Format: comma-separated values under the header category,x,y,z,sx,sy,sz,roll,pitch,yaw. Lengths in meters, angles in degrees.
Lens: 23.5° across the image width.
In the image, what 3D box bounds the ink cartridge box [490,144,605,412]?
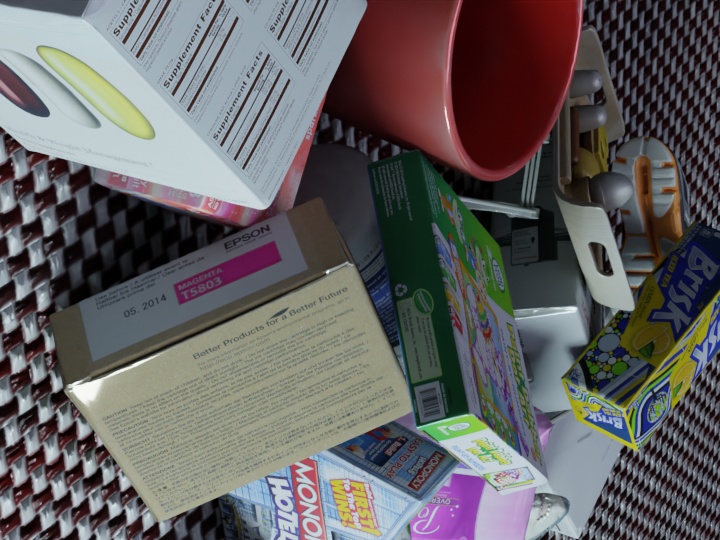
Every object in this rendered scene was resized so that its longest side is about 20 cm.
category,x,y,z,sx,sy,sz,roll,pitch,yaw
ink cartridge box,0.169,0.007,1.551,0.147,0.083,0.200,68,22,-46

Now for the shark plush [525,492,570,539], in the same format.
category,x,y,z,sx,sy,sz,roll,pitch,yaw
shark plush,0.106,0.257,1.552,0.083,0.091,0.200,-5,142,-34

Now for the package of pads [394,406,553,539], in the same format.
category,x,y,z,sx,sy,sz,roll,pitch,yaw
package of pads,0.050,0.162,1.413,0.200,0.076,0.121,8,99,-17

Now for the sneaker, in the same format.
category,x,y,z,sx,sy,sz,roll,pitch,yaw
sneaker,0.274,-0.027,1.598,0.077,0.078,0.200,-27,118,-67

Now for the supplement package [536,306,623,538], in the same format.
category,x,y,z,sx,sy,sz,roll,pitch,yaw
supplement package,0.183,0.124,1.664,0.200,0.111,0.156,-61,145,-23

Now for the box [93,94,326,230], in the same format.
category,x,y,z,sx,sy,sz,roll,pitch,yaw
box,-0.086,-0.133,1.148,0.103,0.095,0.200,22,84,-57

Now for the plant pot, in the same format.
category,x,y,z,sx,sy,sz,roll,pitch,yaw
plant pot,0.039,-0.178,1.245,0.200,0.177,0.201,-28,125,-50

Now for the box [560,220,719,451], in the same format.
category,x,y,z,sx,sy,sz,roll,pitch,yaw
box,0.263,0.054,1.486,0.200,0.070,0.064,-48,140,-21

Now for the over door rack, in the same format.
category,x,y,z,sx,sy,sz,roll,pitch,yaw
over door rack,0.080,-0.126,1.441,0.200,0.067,0.148,8,90,-45

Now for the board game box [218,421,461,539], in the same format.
category,x,y,z,sx,sy,sz,roll,pitch,yaw
board game box,-0.021,0.168,1.278,0.062,0.200,0.200,-40,134,-44

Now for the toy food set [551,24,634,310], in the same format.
category,x,y,z,sx,sy,sz,roll,pitch,yaw
toy food set,0.205,-0.086,1.458,0.144,0.060,0.200,62,26,-49

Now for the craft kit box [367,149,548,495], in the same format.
category,x,y,z,sx,sy,sz,roll,pitch,yaw
craft kit box,0.072,0.042,1.241,0.198,0.048,0.200,47,30,-63

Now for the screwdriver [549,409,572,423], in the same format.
category,x,y,z,sx,sy,sz,roll,pitch,yaw
screwdriver,0.162,0.141,1.531,0.200,0.029,0.028,-22,128,-33

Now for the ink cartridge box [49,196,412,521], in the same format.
category,x,y,z,sx,sy,sz,roll,pitch,yaw
ink cartridge box,-0.082,0.062,1.156,0.200,0.075,0.165,-23,136,0

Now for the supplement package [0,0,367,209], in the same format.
category,x,y,z,sx,sy,sz,roll,pitch,yaw
supplement package,-0.140,-0.157,0.960,0.200,0.191,0.147,47,63,-54

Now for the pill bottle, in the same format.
category,x,y,z,sx,sy,sz,roll,pitch,yaw
pill bottle,0.000,0.000,1.324,0.111,0.111,0.200,-63,146,-19
